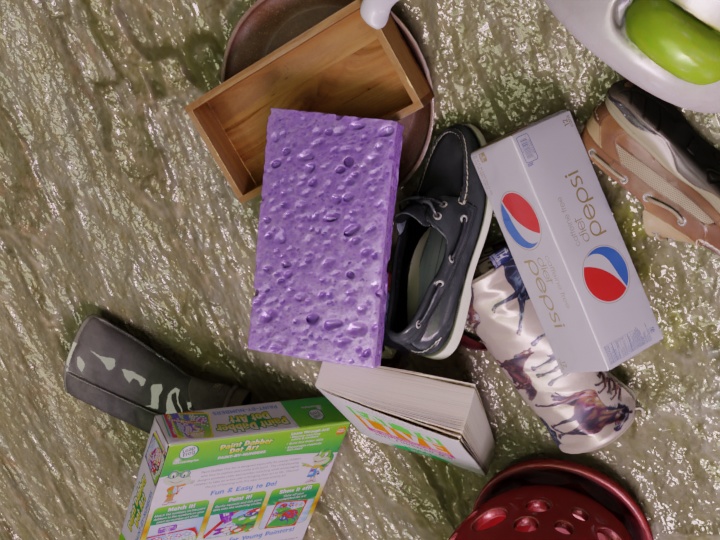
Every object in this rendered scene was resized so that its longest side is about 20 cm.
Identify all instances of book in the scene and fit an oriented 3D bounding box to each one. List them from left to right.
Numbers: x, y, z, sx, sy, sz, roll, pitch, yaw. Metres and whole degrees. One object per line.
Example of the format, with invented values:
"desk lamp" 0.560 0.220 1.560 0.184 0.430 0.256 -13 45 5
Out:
"book" 0.046 0.131 0.978 0.133 0.200 0.048 14 74 18

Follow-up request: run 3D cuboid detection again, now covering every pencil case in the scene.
"pencil case" 0.161 0.064 0.946 0.089 0.078 0.200 -33 98 20

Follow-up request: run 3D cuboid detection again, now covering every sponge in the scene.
"sponge" -0.029 -0.027 0.890 0.111 0.030 0.201 7 93 17

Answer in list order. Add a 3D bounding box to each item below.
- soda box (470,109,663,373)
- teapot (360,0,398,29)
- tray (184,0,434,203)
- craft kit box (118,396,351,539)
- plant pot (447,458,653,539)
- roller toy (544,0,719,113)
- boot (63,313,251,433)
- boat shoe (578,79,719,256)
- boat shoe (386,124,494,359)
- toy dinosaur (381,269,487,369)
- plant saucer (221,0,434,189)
"soda box" 0.165 -0.021 0.878 0.068 0.063 0.201 -17 97 65
"teapot" 0.045 -0.313 0.784 0.198 0.200 0.146 50 163 -30
"tray" -0.046 -0.143 0.923 0.199 0.037 0.099 -24 102 31
"craft kit box" -0.128 0.218 1.083 0.049 0.199 0.198 55 133 39
"plant pot" 0.166 0.288 0.986 0.199 0.183 0.202 9 116 19
"roller toy" 0.221 -0.213 0.732 0.200 0.182 0.140 56 129 28
"boot" -0.227 0.161 1.156 0.199 0.073 0.183 19 100 7
"boat shoe" 0.255 -0.060 0.858 0.200 0.076 0.074 48 128 6
"boat shoe" 0.057 -0.030 0.905 0.074 0.066 0.201 11 89 51
"toy dinosaur" 0.000 0.000 0.986 0.199 0.105 0.183 -13 117 -8
"plant saucer" -0.025 -0.153 0.950 0.199 0.037 0.202 10 117 20
